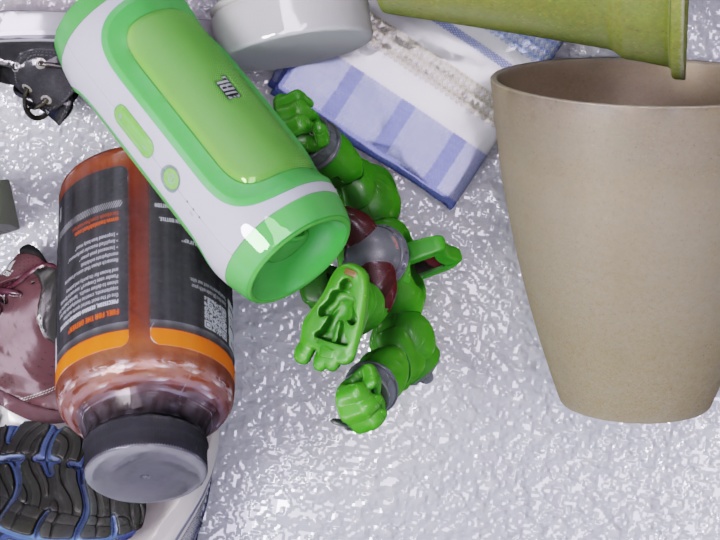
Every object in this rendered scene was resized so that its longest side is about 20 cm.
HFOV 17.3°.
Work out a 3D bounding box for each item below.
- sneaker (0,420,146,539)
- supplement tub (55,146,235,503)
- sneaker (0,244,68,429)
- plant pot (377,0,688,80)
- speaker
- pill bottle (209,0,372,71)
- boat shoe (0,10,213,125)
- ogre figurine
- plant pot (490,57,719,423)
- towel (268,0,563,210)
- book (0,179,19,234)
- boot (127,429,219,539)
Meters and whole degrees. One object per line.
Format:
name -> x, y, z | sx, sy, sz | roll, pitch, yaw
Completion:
sneaker -> -0.221, 0.136, 1.426 | 0.200, 0.078, 0.075 | 5, 64, 16
supplement tub -> -0.127, 0.033, 1.390 | 0.107, 0.107, 0.200 | -1, 57, -2
sneaker -> -0.246, 0.030, 1.448 | 0.200, 0.076, 0.116 | 20, 83, -13
plant pot -> 0.102, -0.215, 1.389 | 0.184, 0.200, 0.201 | 2, 89, 8
speaker -> -0.092, -0.078, 1.356 | 0.088, 0.088, 0.200 | -38, 69, -2
pill bottle -> -0.056, -0.228, 1.424 | 0.114, 0.114, 0.200 | -9, 84, -3
boat shoe -> -0.179, -0.122, 1.453 | 0.200, 0.070, 0.066 | 1, 88, -10
ogre figurine -> 0.000, 0.000, 1.419 | 0.098, 0.120, 0.200 | -40, 67, 18
plant pot -> 0.168, -0.016, 1.420 | 0.187, 0.187, 0.200 | 1, 103, -2
towel -> 0.051, -0.159, 1.481 | 0.147, 0.024, 0.200 | 32, 89, -2
book -> -0.310, -0.017, 1.409 | 0.200, 0.134, 0.048 | -12, 91, -3
boot -> -0.131, 0.179, 1.453 | 0.073, 0.090, 0.200 | 11, 62, 27
